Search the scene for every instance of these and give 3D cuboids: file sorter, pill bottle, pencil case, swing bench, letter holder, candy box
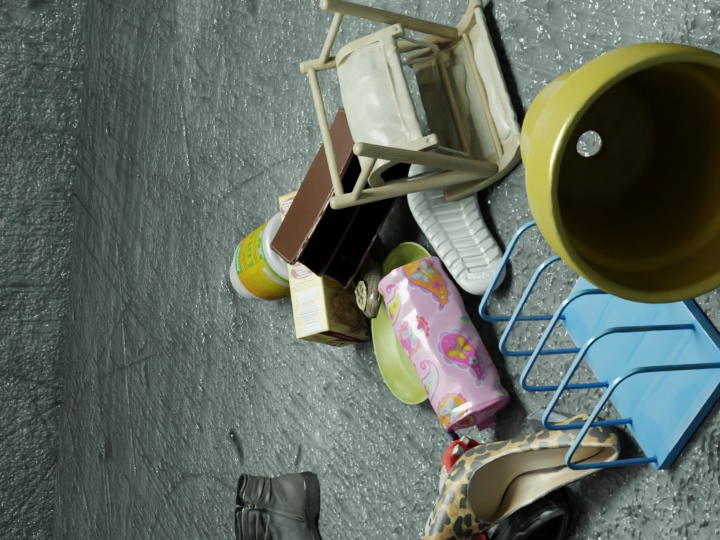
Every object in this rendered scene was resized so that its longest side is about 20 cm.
[{"bbox_3d":[0.212,0.064,1.033,0.200,0.123,0.139,63,144,41],"label":"file sorter"},{"bbox_3d":[-0.127,-0.016,1.723,0.200,0.111,0.111,-29,65,61],"label":"pill bottle"},{"bbox_3d":[0.094,0.084,1.278,0.200,0.087,0.087,63,145,19],"label":"pencil case"},{"bbox_3d":[0.056,-0.187,1.270,0.130,0.200,0.199,119,143,-60],"label":"swing bench"},{"bbox_3d":[-0.013,-0.085,1.399,0.200,0.100,0.142,-63,17,3],"label":"letter holder"},{"bbox_3d":[-0.049,-0.002,1.557,0.055,0.115,0.200,-15,74,26],"label":"candy box"}]

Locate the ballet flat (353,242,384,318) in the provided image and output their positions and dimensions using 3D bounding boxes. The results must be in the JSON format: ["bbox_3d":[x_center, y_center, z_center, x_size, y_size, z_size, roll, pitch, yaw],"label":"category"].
[{"bbox_3d":[0.000,0.000,1.478,0.200,0.046,0.067,-99,22,-60],"label":"ballet flat"}]

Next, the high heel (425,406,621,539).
[{"bbox_3d":[0.155,0.207,1.097,0.071,0.200,0.143,53,163,-16],"label":"high heel"}]

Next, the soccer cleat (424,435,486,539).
[{"bbox_3d":[0.104,0.258,1.236,0.085,0.069,0.200,-55,12,30],"label":"soccer cleat"}]

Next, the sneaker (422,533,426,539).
[{"bbox_3d":[0.091,0.367,1.341,0.079,0.075,0.200,64,145,36],"label":"sneaker"}]

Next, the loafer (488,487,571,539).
[{"bbox_3d":[0.165,0.303,1.190,0.070,0.068,0.201,-115,38,-55],"label":"loafer"}]

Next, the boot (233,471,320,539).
[{"bbox_3d":[-0.128,0.401,1.712,0.070,0.131,0.200,-27,66,60],"label":"boot"}]

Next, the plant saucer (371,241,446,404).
[{"bbox_3d":[0.071,0.065,1.418,0.200,0.031,0.200,-176,85,-64],"label":"plant saucer"}]

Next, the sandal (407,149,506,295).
[{"bbox_3d":[0.108,-0.055,1.314,0.050,0.082,0.203,47,-158,-61],"label":"sandal"}]

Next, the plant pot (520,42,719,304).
[{"bbox_3d":[0.222,-0.093,0.952,0.189,0.200,0.201,-122,38,-71],"label":"plant pot"}]
